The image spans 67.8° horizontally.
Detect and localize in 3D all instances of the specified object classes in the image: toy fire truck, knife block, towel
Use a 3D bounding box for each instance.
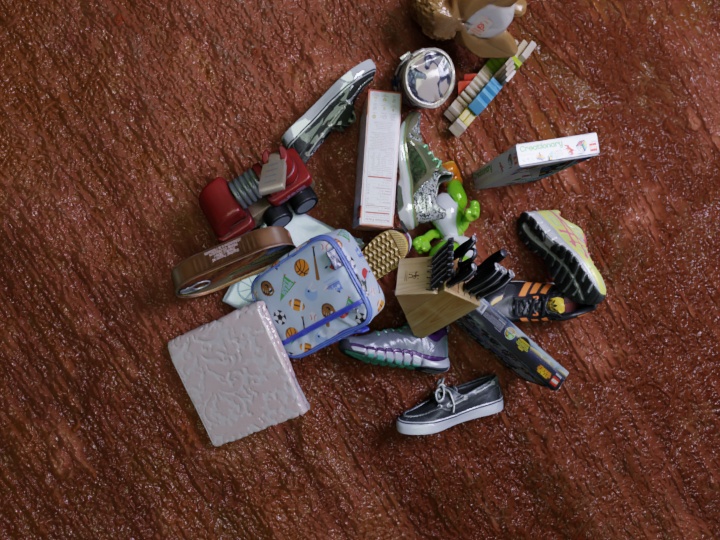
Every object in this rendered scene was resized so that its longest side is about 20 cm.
[{"bbox_3d":[-0.156,-0.114,0.793,0.174,0.200,0.130,-32,76,-2],"label":"toy fire truck"},{"bbox_3d":[0.146,0.030,0.805,0.171,0.201,0.065,-2,57,19],"label":"knife block"},{"bbox_3d":[-0.196,0.168,0.858,0.197,0.032,0.194,-23,95,21],"label":"towel"}]

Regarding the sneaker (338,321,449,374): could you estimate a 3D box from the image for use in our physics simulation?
[{"bbox_3d":[0.059,0.118,0.915,0.195,0.074,0.090,13,71,-13],"label":"sneaker"}]

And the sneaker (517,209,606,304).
[{"bbox_3d":[0.354,-0.034,0.900,0.088,0.079,0.202,-15,57,-19],"label":"sneaker"}]

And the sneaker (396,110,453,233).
[{"bbox_3d":[0.104,-0.159,0.853,0.086,0.077,0.205,-2,75,12],"label":"sneaker"}]

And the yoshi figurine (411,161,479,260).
[{"bbox_3d":[0.138,-0.069,0.874,0.109,0.112,0.205,-11,80,-16],"label":"yoshi figurine"}]

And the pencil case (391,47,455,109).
[{"bbox_3d":[0.093,-0.298,0.833,0.077,0.200,0.090,-37,105,10],"label":"pencil case"}]

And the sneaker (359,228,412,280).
[{"bbox_3d":[0.000,0.000,0.883,0.197,0.090,0.076,-29,90,18],"label":"sneaker"}]

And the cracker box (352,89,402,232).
[{"bbox_3d":[0.025,-0.168,0.863,0.056,0.134,0.205,4,91,-6],"label":"cracker box"}]

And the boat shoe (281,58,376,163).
[{"bbox_3d":[-0.041,-0.261,0.889,0.200,0.071,0.064,-43,94,4],"label":"boat shoe"}]

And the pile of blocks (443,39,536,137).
[{"bbox_3d":[0.210,-0.324,0.906,0.062,0.082,0.201,40,87,-6],"label":"pile of blocks"}]

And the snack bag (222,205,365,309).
[{"bbox_3d":[-0.109,0.001,0.908,0.185,0.021,0.204,25,85,-7],"label":"snack bag"}]

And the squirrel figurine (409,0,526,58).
[{"bbox_3d":[0.173,-0.456,0.860,0.195,0.142,0.191,-2,63,12],"label":"squirrel figurine"}]

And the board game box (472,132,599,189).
[{"bbox_3d":[0.270,-0.170,0.857,0.123,0.200,0.036,-10,90,-6],"label":"board game box"}]

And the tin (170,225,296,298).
[{"bbox_3d":[-0.196,-0.013,0.830,0.196,0.112,0.043,-23,75,-4],"label":"tin"}]

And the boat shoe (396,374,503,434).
[{"bbox_3d":[0.151,0.224,0.914,0.194,0.074,0.070,-12,97,-6],"label":"boat shoe"}]

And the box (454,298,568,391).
[{"bbox_3d":[0.230,0.113,0.890,0.199,0.137,0.040,40,83,-5],"label":"box"}]

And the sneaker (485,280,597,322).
[{"bbox_3d":[0.306,0.054,0.921,0.195,0.090,0.072,-4,92,-7],"label":"sneaker"}]

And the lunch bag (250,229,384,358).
[{"bbox_3d":[-0.064,0.041,0.821,0.198,0.075,0.163,-28,90,30],"label":"lunch bag"}]
